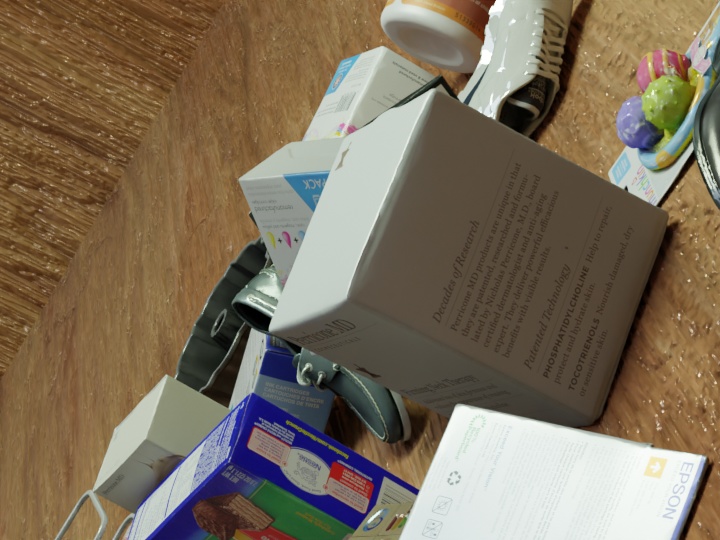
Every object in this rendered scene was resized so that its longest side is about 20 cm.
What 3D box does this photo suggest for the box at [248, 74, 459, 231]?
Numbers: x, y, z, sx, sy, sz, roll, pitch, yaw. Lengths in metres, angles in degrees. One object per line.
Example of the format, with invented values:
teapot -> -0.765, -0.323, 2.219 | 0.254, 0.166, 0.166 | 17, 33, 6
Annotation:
box -> 0.026, -0.045, 1.906 | 0.124, 0.149, 0.200 | -38, 3, -28

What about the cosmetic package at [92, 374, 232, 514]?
cosmetic package -> -0.104, 0.179, 1.896 | 0.104, 0.200, 0.073 | -46, 21, 45

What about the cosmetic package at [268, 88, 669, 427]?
cosmetic package -> 0.074, 0.001, 1.630 | 0.167, 0.200, 0.167 | -23, 43, 67

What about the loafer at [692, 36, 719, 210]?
loafer -> 0.262, -0.108, 1.477 | 0.072, 0.073, 0.200 | -41, 27, 42

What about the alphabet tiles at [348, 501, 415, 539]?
alphabet tiles -> 0.023, 0.217, 1.581 | 0.200, 0.008, 0.167 | -11, 33, 54

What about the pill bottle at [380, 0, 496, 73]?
pill bottle -> 0.107, -0.299, 2.214 | 0.200, 0.112, 0.112 | -65, 16, -14

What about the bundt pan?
bundt pan -> -0.112, 0.070, 2.339 | 0.202, 0.076, 0.202 | -53, 17, 24

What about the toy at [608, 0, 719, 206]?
toy -> 0.227, -0.136, 1.671 | 0.200, 0.047, 0.115 | -55, 16, 20

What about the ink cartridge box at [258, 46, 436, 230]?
ink cartridge box -> -0.009, -0.111, 2.306 | 0.200, 0.085, 0.145 | -63, 15, -9

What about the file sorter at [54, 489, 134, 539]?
file sorter -> -0.171, 0.287, 1.928 | 0.125, 0.200, 0.139 | -60, 16, 0

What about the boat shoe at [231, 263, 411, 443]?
boat shoe -> -0.033, 0.076, 1.914 | 0.062, 0.200, 0.073 | -29, -29, -22

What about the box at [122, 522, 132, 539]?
box -> -0.203, 0.343, 2.116 | 0.200, 0.100, 0.095 | -63, 15, -8

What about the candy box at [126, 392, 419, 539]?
candy box -> -0.071, 0.207, 1.802 | 0.200, 0.169, 0.077 | -46, 18, 45

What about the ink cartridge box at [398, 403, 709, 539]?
ink cartridge box -> 0.107, 0.192, 1.433 | 0.200, 0.041, 0.200 | 10, 68, 41

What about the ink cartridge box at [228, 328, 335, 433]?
ink cartridge box -> -0.066, 0.101, 2.045 | 0.137, 0.076, 0.200 | -95, 18, -62

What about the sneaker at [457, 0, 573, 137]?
sneaker -> 0.146, -0.178, 1.986 | 0.080, 0.076, 0.200 | 3, 69, 60

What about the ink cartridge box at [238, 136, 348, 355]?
ink cartridge box -> 0.000, 0.000, 1.787 | 0.115, 0.200, 0.068 | -2, 28, 45
